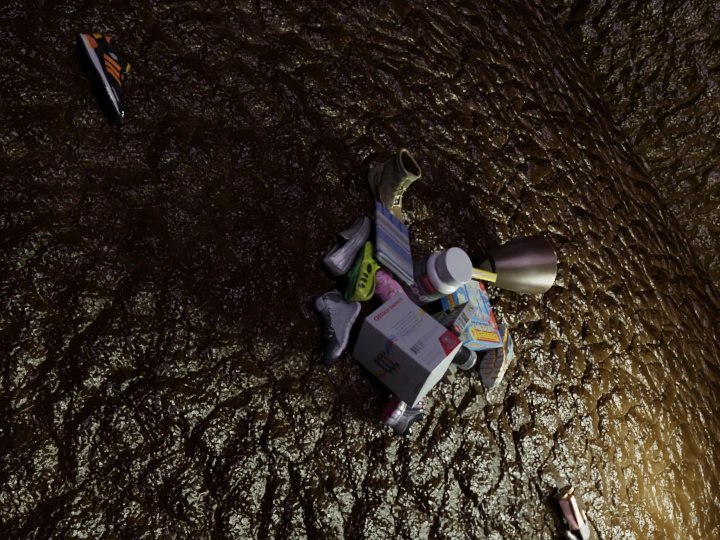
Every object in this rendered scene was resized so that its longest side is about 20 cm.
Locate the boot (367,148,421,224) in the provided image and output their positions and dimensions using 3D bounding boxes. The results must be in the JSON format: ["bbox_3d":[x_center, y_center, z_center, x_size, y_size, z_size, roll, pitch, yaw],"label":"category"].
[{"bbox_3d":[0.108,-0.217,1.500,0.072,0.155,0.202,-11,81,-41],"label":"boot"}]

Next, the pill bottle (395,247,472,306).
[{"bbox_3d":[0.192,0.019,1.435,0.113,0.199,0.115,15,62,-31],"label":"pill bottle"}]

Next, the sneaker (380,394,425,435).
[{"bbox_3d":[0.130,0.326,1.346,0.088,0.073,0.200,51,52,-12],"label":"sneaker"}]

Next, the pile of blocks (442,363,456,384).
[{"bbox_3d":[0.253,0.209,1.495,0.081,0.062,0.203,10,66,-34],"label":"pile of blocks"}]

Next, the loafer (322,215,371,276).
[{"bbox_3d":[-0.032,-0.074,1.388,0.070,0.070,0.201,46,50,-23],"label":"loafer"}]

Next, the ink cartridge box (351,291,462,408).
[{"bbox_3d":[0.106,0.184,1.289,0.199,0.146,0.145,39,45,20],"label":"ink cartridge box"}]

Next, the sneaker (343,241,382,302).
[{"bbox_3d":[0.000,0.000,1.339,0.074,0.083,0.201,54,33,-26],"label":"sneaker"}]

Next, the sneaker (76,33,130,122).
[{"bbox_3d":[-0.522,-0.413,1.149,0.089,0.070,0.202,-24,85,-38],"label":"sneaker"}]

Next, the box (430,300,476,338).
[{"bbox_3d":[0.196,0.148,1.384,0.035,0.199,0.110,51,49,-8],"label":"box"}]

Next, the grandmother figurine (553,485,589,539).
[{"bbox_3d":[0.626,0.739,1.566,0.120,0.060,0.202,-20,81,-32],"label":"grandmother figurine"}]

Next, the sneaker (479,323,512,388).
[{"bbox_3d":[0.409,0.257,1.591,0.077,0.078,0.201,45,53,-30],"label":"sneaker"}]

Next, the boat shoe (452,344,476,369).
[{"bbox_3d":[0.219,0.199,1.388,0.063,0.200,0.071,36,77,-18],"label":"boat shoe"}]

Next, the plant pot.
[{"bbox_3d":[0.474,-0.013,1.704,0.197,0.187,0.189,-4,73,-24],"label":"plant pot"}]

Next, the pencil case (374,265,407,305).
[{"bbox_3d":[0.089,0.075,1.411,0.083,0.086,0.201,-41,99,-17],"label":"pencil case"}]

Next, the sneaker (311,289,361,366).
[{"bbox_3d":[-0.079,0.123,1.275,0.115,0.075,0.201,38,42,-13],"label":"sneaker"}]

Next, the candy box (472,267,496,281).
[{"bbox_3d":[0.273,0.000,1.515,0.101,0.199,0.027,10,91,-33],"label":"candy box"}]

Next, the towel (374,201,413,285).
[{"bbox_3d":[0.083,-0.072,1.411,0.147,0.024,0.202,39,35,-35],"label":"towel"}]

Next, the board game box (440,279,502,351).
[{"bbox_3d":[0.309,0.122,1.534,0.199,0.056,0.198,14,55,-49],"label":"board game box"}]
